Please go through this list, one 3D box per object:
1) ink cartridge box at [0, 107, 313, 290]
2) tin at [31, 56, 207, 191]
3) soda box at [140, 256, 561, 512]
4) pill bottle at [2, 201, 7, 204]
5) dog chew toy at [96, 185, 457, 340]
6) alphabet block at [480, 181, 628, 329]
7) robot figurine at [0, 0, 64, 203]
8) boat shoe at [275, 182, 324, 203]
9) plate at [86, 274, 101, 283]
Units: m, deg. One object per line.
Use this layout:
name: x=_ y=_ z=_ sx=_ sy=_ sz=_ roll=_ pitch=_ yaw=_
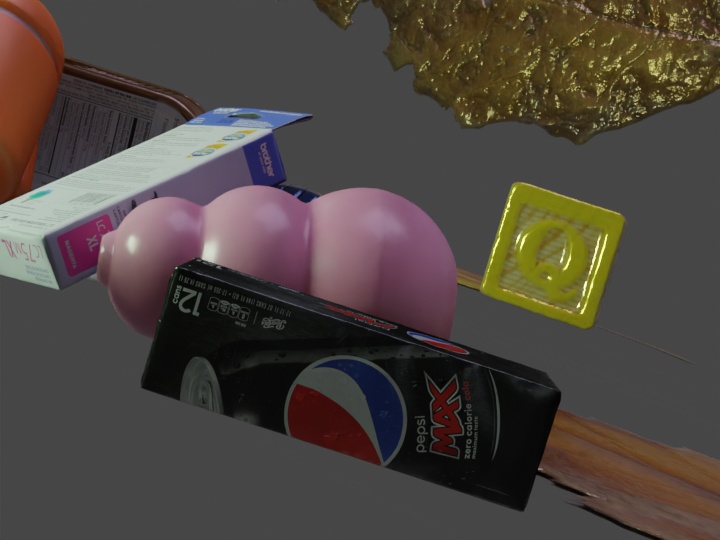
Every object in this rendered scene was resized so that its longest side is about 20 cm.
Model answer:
ink cartridge box: x=-0.132 y=-0.050 z=0.909 sx=0.199 sy=0.042 sz=0.119 roll=-31 pitch=23 yaw=-30
tin: x=-0.203 y=-0.096 z=1.128 sx=0.197 sy=0.114 sz=0.042 roll=17 pitch=13 yaw=9
soda box: x=-0.004 y=0.055 z=0.731 sx=0.197 sy=0.064 sz=0.071 roll=17 pitch=4 yaw=0
pill bottle: x=-0.289 y=-0.104 z=1.217 sx=0.197 sy=0.111 sz=0.110 roll=14 pitch=4 yaw=2
dog chew toy: x=-0.049 y=0.008 z=0.823 sx=0.197 sy=0.127 sz=0.125 roll=9 pitch=5 yaw=-8
alphabet block: x=0.321 y=-0.024 z=2.397 sx=0.194 sy=0.198 sz=0.200 roll=16 pitch=2 yaw=11
robot figurine: x=-0.275 y=-0.123 z=1.027 sx=0.143 sy=0.202 sz=0.116 roll=30 pitch=-40 yaw=-23
boat shoe: x=-0.089 y=-0.011 z=0.954 sx=0.198 sy=0.073 sz=0.072 roll=5 pitch=32 yaw=33
plate: x=-0.183 y=-0.014 z=1.107 sx=0.197 sy=0.033 sz=0.200 roll=18 pitch=4 yaw=-5
